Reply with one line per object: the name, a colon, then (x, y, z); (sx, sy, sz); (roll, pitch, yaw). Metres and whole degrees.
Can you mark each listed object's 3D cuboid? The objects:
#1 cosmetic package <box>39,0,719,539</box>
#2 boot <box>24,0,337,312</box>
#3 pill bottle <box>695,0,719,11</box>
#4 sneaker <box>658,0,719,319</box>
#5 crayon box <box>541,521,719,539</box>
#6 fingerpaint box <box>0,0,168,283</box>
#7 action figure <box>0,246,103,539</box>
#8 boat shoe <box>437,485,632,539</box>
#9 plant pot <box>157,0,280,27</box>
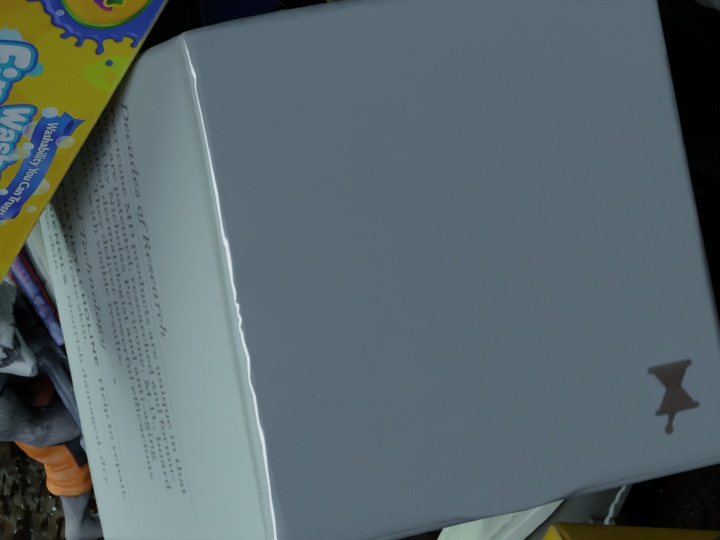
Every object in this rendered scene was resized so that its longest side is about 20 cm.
cosmetic package: (0.000, 0.000, 0.974); (0.200, 0.167, 0.167); (171, 88, -68)
boot: (-0.065, -0.070, 1.101); (0.153, 0.073, 0.204); (-19, 78, 1)
pill bottle: (0.195, -0.101, 0.937); (0.200, 0.114, 0.115); (29, 115, 26)
sneaker: (0.118, -0.032, 1.010); (0.200, 0.104, 0.060); (40, 120, 21)
crayon box: (0.100, 0.151, 1.003); (0.126, 0.199, 0.052); (-61, 43, 27)
fingerpaint box: (-0.156, -0.093, 0.898); (0.200, 0.166, 0.074); (-52, 30, 44)
action figure: (-0.138, 0.060, 1.164); (0.104, 0.194, 0.200); (-30, 66, -9)
boat shoe: (0.067, 0.108, 1.103); (0.060, 0.072, 0.202); (27, 107, -17)
plant pot: (-0.114, -0.188, 0.993); (0.179, 0.201, 0.200); (-4, 142, 10)
